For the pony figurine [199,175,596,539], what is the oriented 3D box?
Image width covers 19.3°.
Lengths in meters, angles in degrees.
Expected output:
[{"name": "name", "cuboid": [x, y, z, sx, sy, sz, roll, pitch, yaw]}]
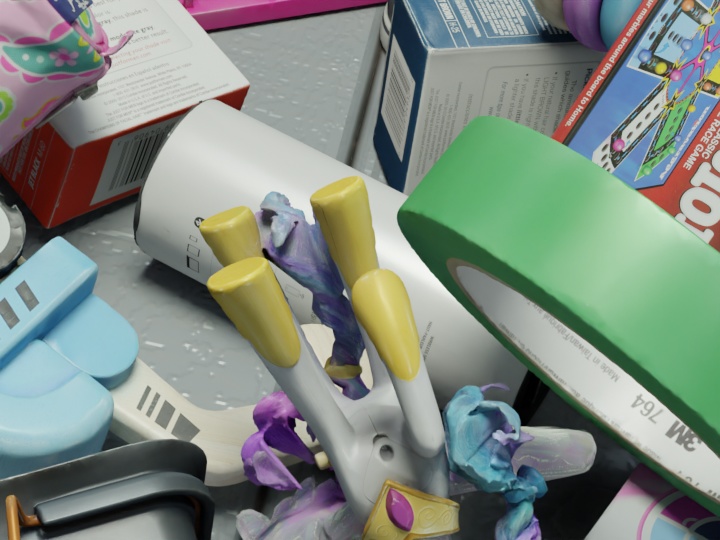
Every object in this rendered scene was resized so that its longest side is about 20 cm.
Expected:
[{"name": "pony figurine", "cuboid": [0.005, 0.068, 0.789, 0.166, 0.201, 0.193, -24, 14, -1]}]

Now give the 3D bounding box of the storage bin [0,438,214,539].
[{"name": "storage bin", "cuboid": [-0.126, 0.159, 0.739, 0.199, 0.146, 0.135, -15, 60, -19]}]

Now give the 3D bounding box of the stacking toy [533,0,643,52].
[{"name": "stacking toy", "cuboid": [0.169, -0.097, 0.936, 0.085, 0.086, 0.200, -26, 53, -32]}]

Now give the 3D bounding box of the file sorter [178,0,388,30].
[{"name": "file sorter", "cuboid": [-0.025, -0.233, 1.153, 0.199, 0.126, 0.139, -12, 49, -22]}]

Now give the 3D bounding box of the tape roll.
[{"name": "tape roll", "cuboid": [0.103, 0.026, 0.782, 0.200, 0.201, 0.048, 37, 83, 23]}]

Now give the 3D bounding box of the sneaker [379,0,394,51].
[{"name": "sneaker", "cuboid": [0.114, -0.141, 1.126, 0.198, 0.080, 0.079, 3, 44, -11]}]

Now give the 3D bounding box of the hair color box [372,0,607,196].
[{"name": "hair color box", "cuboid": [0.112, -0.092, 1.059, 0.198, 0.100, 0.061, -4, 43, -16]}]

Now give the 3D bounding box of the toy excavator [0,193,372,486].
[{"name": "toy excavator", "cuboid": [-0.113, 0.055, 0.887, 0.200, 0.100, 0.194, 39, 51, 8]}]

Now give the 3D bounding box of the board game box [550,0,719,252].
[{"name": "board game box", "cuboid": [0.154, -0.079, 0.885, 0.103, 0.019, 0.201, 34, 90, 26]}]

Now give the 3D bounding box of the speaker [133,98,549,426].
[{"name": "speaker", "cuboid": [0.000, 0.000, 0.959, 0.199, 0.082, 0.081, 27, 46, 15]}]

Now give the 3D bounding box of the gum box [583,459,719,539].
[{"name": "gum box", "cuboid": [0.141, 0.143, 0.855, 0.113, 0.066, 0.200, 28, 47, 18]}]

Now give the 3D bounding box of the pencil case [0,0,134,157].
[{"name": "pencil case", "cuboid": [-0.192, -0.058, 0.905, 0.200, 0.087, 0.088, -43, 57, 5]}]

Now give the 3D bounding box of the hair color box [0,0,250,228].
[{"name": "hair color box", "cuboid": [-0.160, -0.124, 1.035, 0.111, 0.064, 0.200, -23, 65, -38]}]
